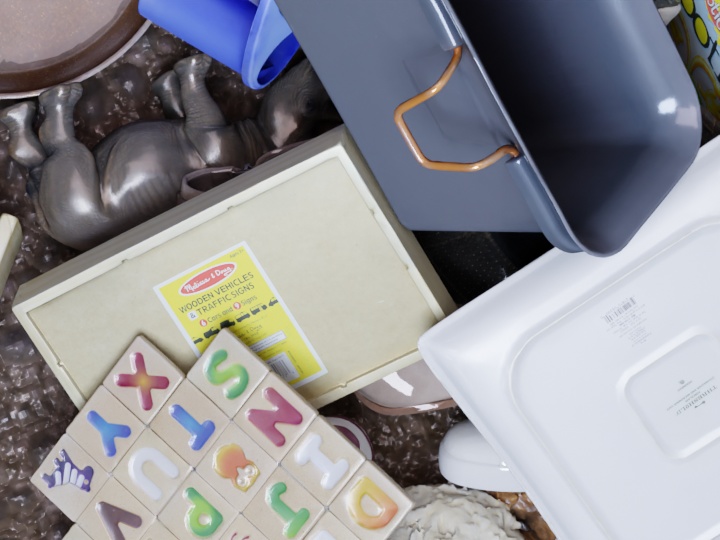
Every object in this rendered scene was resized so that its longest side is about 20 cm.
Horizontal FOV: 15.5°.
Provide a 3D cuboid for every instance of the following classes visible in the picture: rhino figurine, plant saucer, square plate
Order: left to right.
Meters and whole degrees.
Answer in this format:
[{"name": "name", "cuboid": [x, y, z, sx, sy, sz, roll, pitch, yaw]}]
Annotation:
[{"name": "plant saucer", "cuboid": [-0.195, -0.190, 1.440, 0.198, 0.034, 0.202, 1, 83, -6]}, {"name": "rhino figurine", "cuboid": [-0.089, -0.068, 1.422, 0.198, 0.060, 0.088, -13, 86, -9]}, {"name": "square plate", "cuboid": [0.162, 0.059, 1.329, 0.199, 0.028, 0.199, -34, 111, 8]}]

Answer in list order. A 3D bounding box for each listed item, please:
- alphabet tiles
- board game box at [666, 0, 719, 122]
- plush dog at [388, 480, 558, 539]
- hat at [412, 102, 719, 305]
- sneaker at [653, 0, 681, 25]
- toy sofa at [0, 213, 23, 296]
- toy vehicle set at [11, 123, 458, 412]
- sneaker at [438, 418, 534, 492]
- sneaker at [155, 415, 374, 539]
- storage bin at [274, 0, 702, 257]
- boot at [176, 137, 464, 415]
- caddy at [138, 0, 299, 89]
[{"name": "alphabet tiles", "cuboid": [-0.070, 0.136, 1.339, 0.200, 0.006, 0.167, 42, 105, 11]}, {"name": "board game box", "cuboid": [0.216, -0.138, 1.390, 0.104, 0.200, 0.104, -21, 85, -7]}, {"name": "plush dog", "cuboid": [0.045, 0.191, 1.372, 0.199, 0.161, 0.173, -20, 61, -8]}, {"name": "hat", "cuboid": [0.123, -0.048, 1.413, 0.200, 0.201, 0.081, 28, 40, -1]}, {"name": "sneaker", "cuboid": [0.106, -0.135, 1.388, 0.074, 0.200, 0.085, 40, 91, -12]}, {"name": "toy sofa", "cuboid": [-0.282, -0.010, 1.384, 0.199, 0.083, 0.098, 21, 81, -3]}, {"name": "toy vehicle set", "cuboid": [-0.063, 0.022, 1.355, 0.199, 0.027, 0.125, -25, 111, 16]}, {"name": "sneaker", "cuboid": [0.133, 0.058, 1.383, 0.198, 0.073, 0.085, -12, 111, 3]}, {"name": "sneaker", "cuboid": [-0.074, 0.148, 1.394, 0.199, 0.090, 0.075, -34, 86, 18]}, {"name": "storage bin", "cuboid": [0.048, -0.101, 1.270, 0.146, 0.134, 0.201, -48, 117, -36]}, {"name": "boot", "cuboid": [0.000, 0.000, 1.391, 0.198, 0.070, 0.147, -11, 114, 1]}, {"name": "caddy", "cuboid": [-0.031, -0.186, 1.385, 0.104, 0.142, 0.200, 27, 50, 7]}]
